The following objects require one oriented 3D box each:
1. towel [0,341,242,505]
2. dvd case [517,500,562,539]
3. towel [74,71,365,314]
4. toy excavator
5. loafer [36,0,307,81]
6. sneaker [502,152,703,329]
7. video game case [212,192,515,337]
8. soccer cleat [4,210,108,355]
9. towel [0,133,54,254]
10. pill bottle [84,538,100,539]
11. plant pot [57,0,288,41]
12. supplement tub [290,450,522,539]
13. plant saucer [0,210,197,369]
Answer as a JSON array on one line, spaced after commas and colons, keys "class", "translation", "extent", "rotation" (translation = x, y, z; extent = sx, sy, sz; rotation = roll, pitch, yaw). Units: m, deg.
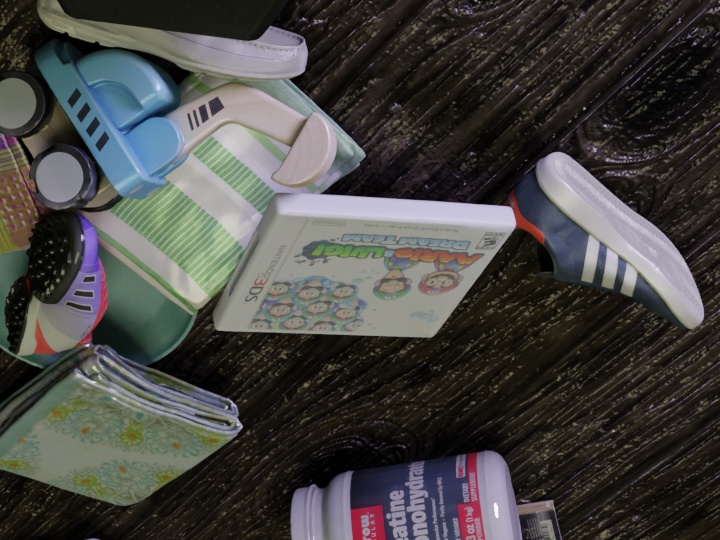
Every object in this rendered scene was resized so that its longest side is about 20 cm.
[{"class": "towel", "translation": [-0.225, 0.144, 1.468], "extent": [0.171, 0.048, 0.200], "rotation": [27, 136, -31]}, {"class": "dvd case", "translation": [0.105, 0.294, 1.653], "extent": [0.199, 0.016, 0.149], "rotation": [-11, 132, 8]}, {"class": "towel", "translation": [-0.115, -0.069, 1.298], "extent": [0.200, 0.023, 0.152], "rotation": [-42, 120, 16]}, {"class": "toy excavator", "translation": [-0.143, -0.108, 1.212], "extent": [0.199, 0.100, 0.195], "rotation": [-34, 86, 7]}, {"class": "loafer", "translation": [-0.131, -0.186, 1.190], "extent": [0.199, 0.070, 0.070], "rotation": [14, 110, -10]}, {"class": "sneaker", "translation": [0.193, -0.009, 1.351], "extent": [0.200, 0.075, 0.084], "rotation": [41, 119, -19]}, {"class": "video game case", "translation": [0.000, 0.000, 1.330], "extent": [0.199, 0.024, 0.182], "rotation": [2, 148, -21]}, {"class": "soccer cleat", "translation": [-0.226, 0.010, 1.301], "extent": [0.073, 0.069, 0.200], "rotation": [-1, 154, -24]}, {"class": "towel", "translation": [-0.327, -0.088, 1.282], "extent": [0.143, 0.023, 0.201], "rotation": [-15, 116, 13]}, {"class": "pill bottle", "translation": [-0.325, 0.342, 1.630], "extent": [0.199, 0.110, 0.110], "rotation": [-28, 126, 22]}, {"class": "plant pot", "translation": [-0.116, -0.262, 1.056], "extent": [0.198, 0.201, 0.178], "rotation": [6, 144, -7]}, {"class": "supplement tub", "translation": [0.045, 0.248, 1.529], "extent": [0.199, 0.141, 0.141], "rotation": [-10, 131, 8]}, {"class": "plant saucer", "translation": [-0.232, 0.006, 1.383], "extent": [0.198, 0.036, 0.201], "rotation": [0, 131, 0]}]
